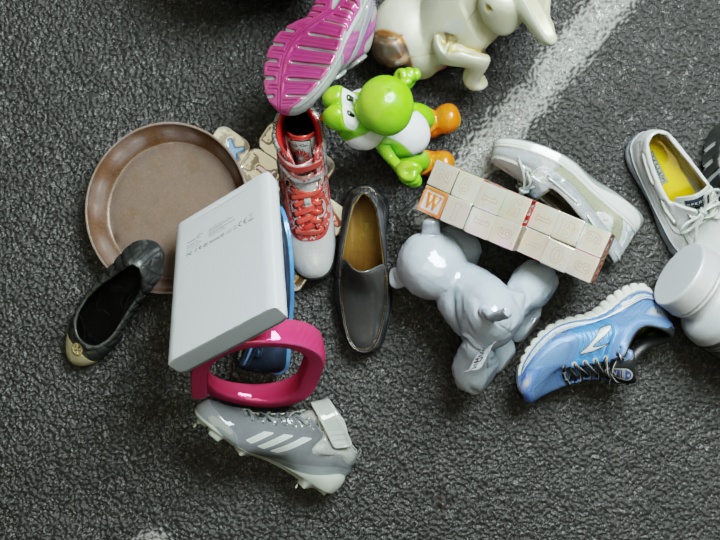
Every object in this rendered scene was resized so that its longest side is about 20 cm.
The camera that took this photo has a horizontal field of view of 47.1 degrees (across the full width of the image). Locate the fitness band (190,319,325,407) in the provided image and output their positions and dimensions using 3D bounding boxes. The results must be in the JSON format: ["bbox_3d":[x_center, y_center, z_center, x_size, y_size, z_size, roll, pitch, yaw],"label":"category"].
[{"bbox_3d":[-0.113,0.106,0.903,0.142,0.200,0.038,3,61,-12],"label":"fitness band"}]

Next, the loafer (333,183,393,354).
[{"bbox_3d":[0.000,0.000,0.961,0.072,0.072,0.202,-3,93,6],"label":"loafer"}]

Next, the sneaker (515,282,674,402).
[{"bbox_3d":[0.269,0.095,0.946,0.199,0.079,0.089,-31,48,-1],"label":"sneaker"}]

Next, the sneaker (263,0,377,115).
[{"bbox_3d":[-0.031,-0.244,0.905,0.081,0.088,0.201,24,73,25],"label":"sneaker"}]

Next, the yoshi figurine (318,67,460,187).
[{"bbox_3d":[0.047,-0.160,0.905,0.112,0.199,0.113,-50,57,24],"label":"yoshi figurine"}]

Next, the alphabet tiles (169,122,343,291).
[{"bbox_3d":[-0.123,-0.075,0.997,0.195,0.015,0.201,35,88,1],"label":"alphabet tiles"}]

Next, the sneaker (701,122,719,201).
[{"bbox_3d":[0.485,-0.093,0.980,0.090,0.078,0.201,-23,79,-32],"label":"sneaker"}]

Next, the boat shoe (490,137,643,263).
[{"bbox_3d":[0.235,-0.087,0.972,0.201,0.074,0.065,33,84,-6],"label":"boat shoe"}]

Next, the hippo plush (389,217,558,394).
[{"bbox_3d":[0.106,0.036,0.933,0.160,0.200,0.160,36,120,19],"label":"hippo plush"}]

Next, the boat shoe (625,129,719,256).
[{"bbox_3d":[0.388,-0.078,0.963,0.074,0.086,0.203,-29,90,0],"label":"boat shoe"}]

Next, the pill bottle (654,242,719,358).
[{"bbox_3d":[0.438,0.055,0.937,0.199,0.111,0.111,31,88,-7],"label":"pill bottle"}]

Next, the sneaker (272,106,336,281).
[{"bbox_3d":[-0.066,-0.090,0.936,0.067,0.108,0.204,-4,88,0],"label":"sneaker"}]

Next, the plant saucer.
[{"bbox_3d":[-0.225,-0.073,0.977,0.198,0.034,0.202,0,85,6],"label":"plant saucer"}]

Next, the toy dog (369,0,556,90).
[{"bbox_3d":[0.100,-0.289,0.930,0.193,0.199,0.141,34,47,-34],"label":"toy dog"}]

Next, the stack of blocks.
[{"bbox_3d":[0.174,-0.053,0.913,0.199,0.115,0.059,26,100,18],"label":"stack of blocks"}]

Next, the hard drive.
[{"bbox_3d":[-0.139,-0.003,0.860,0.131,0.201,0.027,-28,132,18],"label":"hard drive"}]

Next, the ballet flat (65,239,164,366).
[{"bbox_3d":[-0.290,0.039,0.943,0.066,0.057,0.200,41,116,1],"label":"ballet flat"}]

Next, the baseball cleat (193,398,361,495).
[{"bbox_3d":[-0.089,0.177,0.948,0.199,0.070,0.107,34,90,-24],"label":"baseball cleat"}]

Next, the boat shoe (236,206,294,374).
[{"bbox_3d":[-0.112,0.028,0.935,0.068,0.084,0.202,-2,103,-14],"label":"boat shoe"}]
